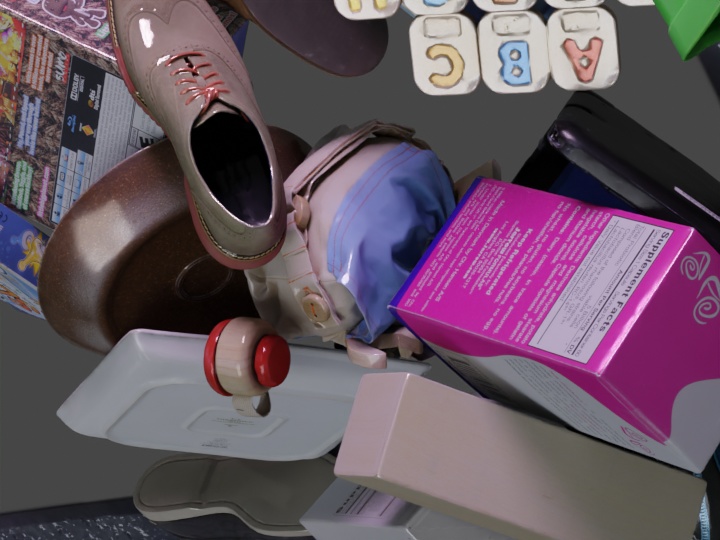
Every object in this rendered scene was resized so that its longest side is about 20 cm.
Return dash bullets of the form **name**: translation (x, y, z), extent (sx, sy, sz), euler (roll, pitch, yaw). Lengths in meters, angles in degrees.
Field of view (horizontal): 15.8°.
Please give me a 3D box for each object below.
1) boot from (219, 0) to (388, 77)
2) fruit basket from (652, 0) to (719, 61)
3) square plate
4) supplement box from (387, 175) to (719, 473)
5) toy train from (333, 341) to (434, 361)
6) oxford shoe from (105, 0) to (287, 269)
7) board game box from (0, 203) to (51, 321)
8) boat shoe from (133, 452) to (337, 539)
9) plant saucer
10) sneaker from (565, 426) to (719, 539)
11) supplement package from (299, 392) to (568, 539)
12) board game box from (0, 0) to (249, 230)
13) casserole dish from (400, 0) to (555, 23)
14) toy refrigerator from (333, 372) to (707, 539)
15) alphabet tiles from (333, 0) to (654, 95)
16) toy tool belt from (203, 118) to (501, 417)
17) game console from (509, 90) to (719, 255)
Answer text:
- **boot**: translation (-0.068, -0.184, 1.544), extent (0.200, 0.074, 0.075), euler (39, 160, -3)
- **fruit basket**: translation (0.238, -0.177, 1.280), extent (0.215, 0.155, 0.217), euler (23, 129, 32)
- **square plate**: translation (-0.080, 0.087, 1.682), extent (0.199, 0.029, 0.198), euler (8, 158, -19)
- **supplement box**: translation (0.126, 0.027, 1.460), extent (0.101, 0.104, 0.200), euler (42, 167, -33)
- **toy train**: translation (0.040, 0.033, 1.670), extent (0.046, 0.034, 0.200), euler (36, 137, -15)
- **oxford shoe**: translation (-0.089, -0.103, 1.491), extent (0.201, 0.070, 0.075), euler (63, 166, 8)
- **board game box**: translation (-0.250, -0.020, 1.712), extent (0.135, 0.035, 0.200), euler (16, 164, 48)
- **boat shoe**: translation (-0.068, 0.169, 1.831), extent (0.199, 0.073, 0.063), euler (-1, 140, 36)
- **plant saucer**: translation (-0.103, -0.007, 1.618), extent (0.037, 0.199, 0.201), euler (57, 148, 36)
- **sneaker**: translation (0.178, 0.100, 1.627), extent (0.200, 0.073, 0.082), euler (44, 110, -6)
- **supplement package**: translation (0.068, 0.159, 1.639), extent (0.121, 0.120, 0.200), euler (46, 163, -11)
- **board game box**: translation (-0.187, -0.120, 1.633), extent (0.199, 0.097, 0.160), euler (26, 135, 11)
- **casserole dish**: translation (0.035, -0.200, 1.473), extent (0.200, 0.039, 0.121), euler (40, 135, -2)
- **toy refrigerator**: translation (0.094, 0.117, 1.504), extent (0.199, 0.070, 0.076), euler (20, 171, -18)
- **alphabet tiles**: translation (0.076, -0.190, 1.422), extent (0.199, 0.015, 0.197), euler (-1, 112, 15)
- **toy tool belt**: translation (0.000, 0.000, 1.548), extent (0.122, 0.200, 0.125), euler (5, 137, 31)
- **game console**: translation (0.175, -0.001, 1.502), extent (0.200, 0.176, 0.117), euler (34, 108, 1)
